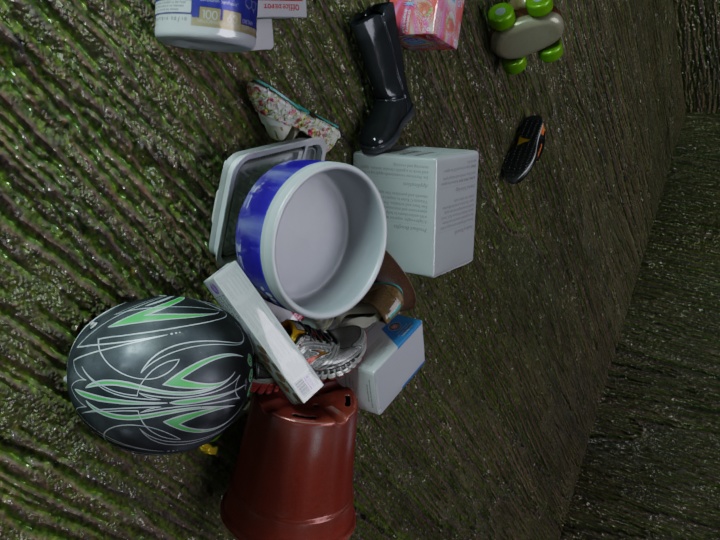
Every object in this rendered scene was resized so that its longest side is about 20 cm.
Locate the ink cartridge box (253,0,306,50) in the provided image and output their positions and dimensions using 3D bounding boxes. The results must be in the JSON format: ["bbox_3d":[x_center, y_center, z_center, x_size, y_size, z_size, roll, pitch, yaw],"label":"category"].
[{"bbox_3d":[-0.130,-0.392,1.038,0.116,0.067,0.201,-26,120,-53],"label":"ink cartridge box"}]

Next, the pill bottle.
[{"bbox_3d":[-0.176,-0.365,0.924,0.120,0.119,0.201,-9,106,-56],"label":"pill bottle"}]

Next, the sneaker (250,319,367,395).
[{"bbox_3d":[-0.074,0.107,1.089,0.199,0.078,0.082,-13,121,-34],"label":"sneaker"}]

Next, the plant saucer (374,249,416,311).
[{"bbox_3d":[0.000,0.000,1.238,0.037,0.200,0.201,-45,136,-19],"label":"plant saucer"}]

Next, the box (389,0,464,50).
[{"bbox_3d":[0.121,-0.493,1.373,0.095,0.102,0.201,6,94,-58],"label":"box"}]

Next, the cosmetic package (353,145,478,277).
[{"bbox_3d":[0.096,-0.109,1.379,0.165,0.164,0.201,-20,116,-54],"label":"cosmetic package"}]

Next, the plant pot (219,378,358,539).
[{"bbox_3d":[-0.090,0.261,1.123,0.201,0.200,0.196,-20,125,-54],"label":"plant pot"}]

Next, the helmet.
[{"bbox_3d":[-0.231,0.122,0.922,0.191,0.199,0.201,-28,123,-71],"label":"helmet"}]

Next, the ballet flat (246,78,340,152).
[{"bbox_3d":[-0.097,-0.209,1.140,0.200,0.076,0.064,20,97,-54],"label":"ballet flat"}]

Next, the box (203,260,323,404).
[{"bbox_3d":[-0.122,0.081,1.010,0.041,0.039,0.200,-41,102,-29],"label":"box"}]

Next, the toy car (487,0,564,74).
[{"bbox_3d":[0.348,-0.565,1.723,0.164,0.157,0.201,54,25,-53],"label":"toy car"}]

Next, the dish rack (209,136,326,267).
[{"bbox_3d":[-0.134,-0.103,1.098,0.200,0.043,0.172,-27,140,-52],"label":"dish rack"}]

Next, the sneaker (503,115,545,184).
[{"bbox_3d":[0.407,-0.275,1.911,0.090,0.070,0.201,52,53,-46],"label":"sneaker"}]

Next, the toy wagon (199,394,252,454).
[{"bbox_3d":[-0.192,0.157,1.115,0.155,0.039,0.201,41,65,-53],"label":"toy wagon"}]

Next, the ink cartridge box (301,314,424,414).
[{"bbox_3d":[-0.021,0.123,1.223,0.146,0.199,0.086,-41,132,-44],"label":"ink cartridge box"}]

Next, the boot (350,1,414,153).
[{"bbox_3d":[0.026,-0.317,1.303,0.165,0.065,0.200,-60,146,-43],"label":"boot"}]

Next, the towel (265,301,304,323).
[{"bbox_3d":[-0.108,0.034,1.099,0.200,0.023,0.144,-50,147,-21],"label":"towel"}]

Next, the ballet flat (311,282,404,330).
[{"bbox_3d":[-0.029,0.057,1.189,0.068,0.199,0.072,58,44,-41],"label":"ballet flat"}]

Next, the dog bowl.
[{"bbox_3d":[-0.061,-0.043,1.026,0.200,0.079,0.201,-14,111,-43],"label":"dog bowl"}]
